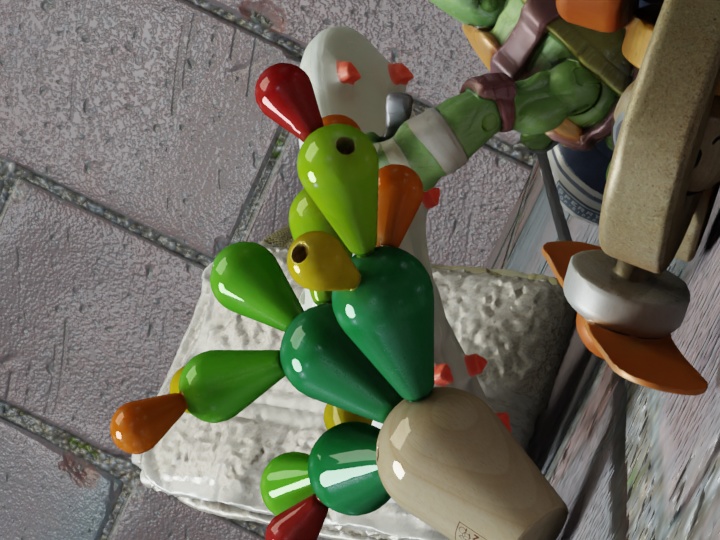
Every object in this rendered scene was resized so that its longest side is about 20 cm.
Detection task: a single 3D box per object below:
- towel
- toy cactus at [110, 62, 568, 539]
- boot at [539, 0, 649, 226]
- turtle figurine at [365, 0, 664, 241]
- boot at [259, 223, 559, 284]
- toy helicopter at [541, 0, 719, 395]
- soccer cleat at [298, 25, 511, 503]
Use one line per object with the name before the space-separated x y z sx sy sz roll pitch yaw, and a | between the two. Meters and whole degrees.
towel | -0.007 0.054 0.920 0.034 0.199 0.133 45 -122 -49
toy cactus | -0.002 0.042 0.704 0.102 0.165 0.200 -24 -37 -40
boot | 0.138 -0.113 0.916 0.090 0.073 0.200 -56 13 46
turtle figurine | 0.032 -0.071 0.793 0.144 0.194 0.200 -25 -17 -30
boot | 0.005 0.048 0.996 0.200 0.155 0.073 -60 -17 -51
toy helicopter | 0.093 -0.028 0.590 0.200 0.079 0.133 40 -113 -78
soccer cleat | 0.000 0.000 0.844 0.077 0.201 0.069 -20 -9 38
